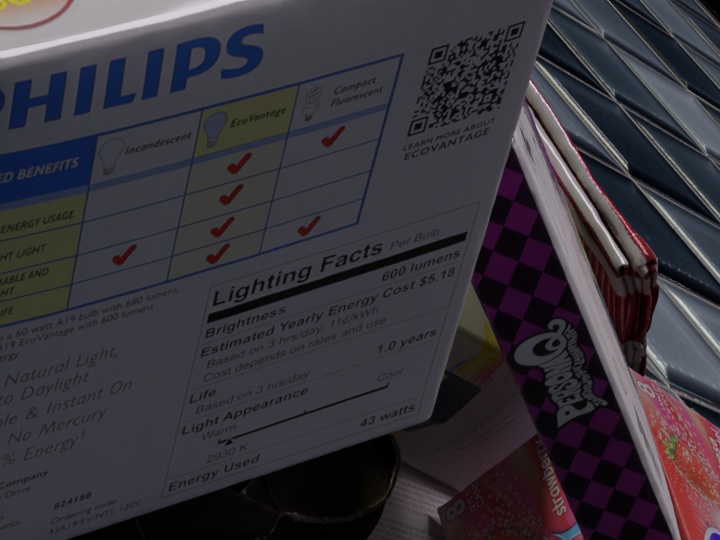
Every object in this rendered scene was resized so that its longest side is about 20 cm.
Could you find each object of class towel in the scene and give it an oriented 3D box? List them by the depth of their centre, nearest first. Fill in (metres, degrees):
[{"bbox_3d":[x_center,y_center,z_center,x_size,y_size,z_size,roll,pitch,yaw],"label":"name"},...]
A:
[{"bbox_3d":[0.080,-0.020,1.217,0.144,0.023,0.200,59,-9,21],"label":"towel"}]

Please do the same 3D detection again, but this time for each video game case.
[{"bbox_3d":[0.051,-0.023,0.997,0.182,0.036,0.200,-103,171,-48],"label":"video game case"}]

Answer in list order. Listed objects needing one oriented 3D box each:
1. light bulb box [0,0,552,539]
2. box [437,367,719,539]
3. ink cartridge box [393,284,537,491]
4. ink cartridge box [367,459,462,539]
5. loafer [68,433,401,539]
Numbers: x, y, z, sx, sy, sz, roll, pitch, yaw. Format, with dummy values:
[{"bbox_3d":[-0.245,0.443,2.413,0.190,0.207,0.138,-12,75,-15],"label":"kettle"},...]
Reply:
[{"bbox_3d":[-0.069,-0.038,0.814,0.197,0.201,0.125,-17,51,-29],"label":"light bulb box"},{"bbox_3d":[0.112,0.150,1.046,0.095,0.102,0.201,32,29,-39],"label":"box"},{"bbox_3d":[0.000,0.000,1.093,0.200,0.067,0.117,31,30,-48],"label":"ink cartridge box"},{"bbox_3d":[0.011,0.104,1.112,0.161,0.050,0.201,24,37,-53],"label":"ink cartridge box"},{"bbox_3d":[-0.040,0.063,0.958,0.073,0.071,0.200,49,25,18],"label":"loafer"}]
